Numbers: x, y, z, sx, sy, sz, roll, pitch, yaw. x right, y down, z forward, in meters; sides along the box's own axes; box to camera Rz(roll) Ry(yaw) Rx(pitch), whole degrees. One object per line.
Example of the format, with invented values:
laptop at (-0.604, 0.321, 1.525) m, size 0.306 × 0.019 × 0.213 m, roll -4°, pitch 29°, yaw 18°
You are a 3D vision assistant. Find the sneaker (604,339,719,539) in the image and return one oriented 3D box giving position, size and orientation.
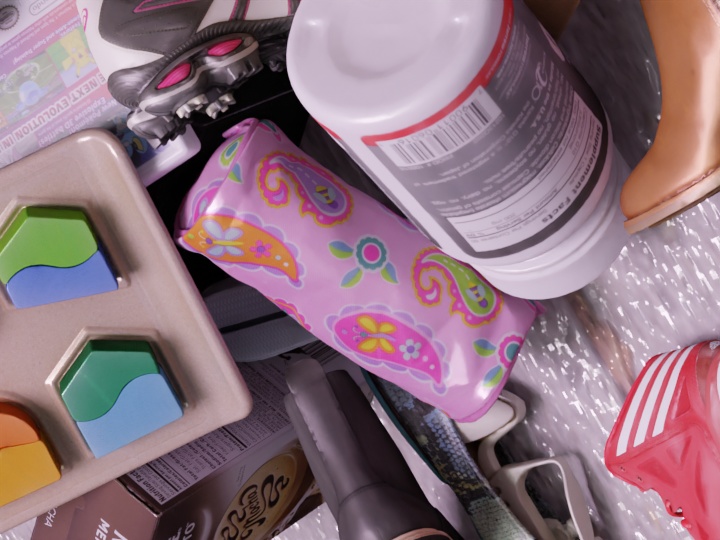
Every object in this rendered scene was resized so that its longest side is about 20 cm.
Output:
sneaker at (0.197, 0.131, 1.494) m, size 0.115 × 0.078 × 0.201 m, roll -4°, pitch 97°, yaw 51°

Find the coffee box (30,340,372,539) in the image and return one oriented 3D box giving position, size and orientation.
coffee box at (-0.090, 0.114, 1.634) m, size 0.080 × 0.200 × 0.113 m, roll 38°, pitch 132°, yaw 20°

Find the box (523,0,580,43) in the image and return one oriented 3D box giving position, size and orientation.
box at (0.019, -0.176, 1.372) m, size 0.200 × 0.021 × 0.164 m, roll 17°, pitch 157°, yaw -3°

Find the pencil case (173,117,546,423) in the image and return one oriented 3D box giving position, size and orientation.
pencil case at (0.000, 0.000, 1.499) m, size 0.200 × 0.088 × 0.087 m, roll 32°, pitch 136°, yaw -11°

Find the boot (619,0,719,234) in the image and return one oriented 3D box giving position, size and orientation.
boot at (0.155, -0.124, 1.378) m, size 0.155 × 0.077 × 0.200 m, roll 48°, pitch 132°, yaw 8°

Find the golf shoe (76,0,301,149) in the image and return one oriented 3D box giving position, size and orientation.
golf shoe at (-0.053, -0.143, 1.465) m, size 0.088 × 0.200 × 0.077 m, roll 56°, pitch 144°, yaw 8°

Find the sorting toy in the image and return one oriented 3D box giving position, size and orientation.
sorting toy at (-0.180, 0.043, 1.484) m, size 0.200 × 0.036 × 0.185 m, roll -24°, pitch 114°, yaw 4°

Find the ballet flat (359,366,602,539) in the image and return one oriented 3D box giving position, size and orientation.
ballet flat at (0.079, 0.109, 1.590) m, size 0.074 × 0.074 × 0.200 m, roll -35°, pitch 89°, yaw 46°

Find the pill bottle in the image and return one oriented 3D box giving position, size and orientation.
pill bottle at (0.057, -0.073, 1.407) m, size 0.114 × 0.114 × 0.200 m, roll 15°, pitch 161°, yaw 36°

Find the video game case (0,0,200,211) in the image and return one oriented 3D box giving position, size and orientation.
video game case at (-0.205, -0.093, 1.512) m, size 0.200 × 0.023 × 0.183 m, roll -31°, pitch 84°, yaw 24°

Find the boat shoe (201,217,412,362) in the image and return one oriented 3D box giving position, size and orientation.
boat shoe at (-0.003, -0.001, 1.591) m, size 0.200 × 0.062 × 0.072 m, roll -11°, pitch 122°, yaw 25°

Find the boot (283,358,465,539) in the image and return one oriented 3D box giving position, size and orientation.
boot at (0.013, 0.127, 1.606) m, size 0.139 × 0.077 × 0.200 m, roll 63°, pitch 176°, yaw 15°

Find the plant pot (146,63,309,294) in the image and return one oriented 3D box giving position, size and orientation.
plant pot at (-0.146, -0.086, 1.593) m, size 0.200 × 0.200 × 0.177 m, roll 48°, pitch 124°, yaw 11°
